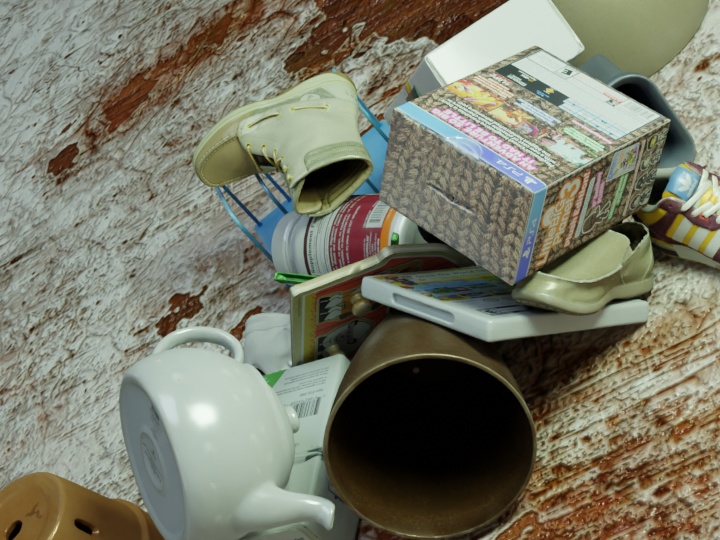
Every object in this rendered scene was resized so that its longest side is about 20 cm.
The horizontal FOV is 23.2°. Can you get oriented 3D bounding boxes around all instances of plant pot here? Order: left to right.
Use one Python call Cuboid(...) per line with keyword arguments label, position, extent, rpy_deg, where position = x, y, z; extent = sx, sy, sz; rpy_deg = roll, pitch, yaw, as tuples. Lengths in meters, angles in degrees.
Cuboid(label="plant pot", position=(-0.310, 0.299, 1.778), extent=(0.199, 0.140, 0.201), rpy_deg=(-27, 38, 23))
Cuboid(label="plant pot", position=(0.061, 0.110, 1.601), extent=(0.186, 0.187, 0.200), rpy_deg=(-31, 22, 15))
Cuboid(label="plant pot", position=(0.254, -0.305, 1.868), extent=(0.199, 0.135, 0.201), rpy_deg=(-25, 39, 22))

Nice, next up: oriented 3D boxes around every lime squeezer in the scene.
Cuboid(label="lime squeezer", position=(0.000, 0.000, 1.725), extent=(0.200, 0.071, 0.038), rpy_deg=(-18, 31, 52))

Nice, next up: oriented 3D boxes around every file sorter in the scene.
Cuboid(label="file sorter", position=(-0.054, -0.109, 1.973), extent=(0.200, 0.123, 0.139), rpy_deg=(-39, 36, 5))

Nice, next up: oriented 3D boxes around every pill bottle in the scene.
Cuboid(label="pill bottle", position=(0.005, -0.024, 1.833), extent=(0.199, 0.113, 0.113), rpy_deg=(0, 53, 45))

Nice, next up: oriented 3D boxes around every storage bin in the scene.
Cuboid(label="storage bin", position=(0.205, -0.128, 1.739), extent=(0.200, 0.146, 0.134), rpy_deg=(-36, 25, 9))

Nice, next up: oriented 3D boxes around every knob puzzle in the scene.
Cuboid(label="knob puzzle", position=(0.029, 0.038, 1.708), extent=(0.219, 0.220, 0.031), rpy_deg=(-34, 62, 13))

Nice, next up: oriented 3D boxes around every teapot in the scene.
Cuboid(label="teapot", position=(-0.127, 0.151, 1.604), extent=(0.145, 0.201, 0.197), rpy_deg=(-17, 2, -23))

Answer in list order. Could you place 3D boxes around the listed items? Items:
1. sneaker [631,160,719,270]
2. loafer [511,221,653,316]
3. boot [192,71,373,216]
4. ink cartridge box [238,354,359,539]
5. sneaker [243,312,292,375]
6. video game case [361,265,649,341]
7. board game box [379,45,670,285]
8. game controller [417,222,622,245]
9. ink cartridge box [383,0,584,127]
Cuboid(label="sneaker", position=(0.318, -0.051, 1.575), extent=(0.199, 0.090, 0.075), rpy_deg=(8, 59, 49))
Cuboid(label="loafer", position=(0.200, -0.006, 1.565), extent=(0.075, 0.200, 0.069), rpy_deg=(12, 104, 33))
Cuboid(label="boot", position=(-0.084, -0.112, 1.845), extent=(0.199, 0.072, 0.155), rpy_deg=(-26, 43, 12))
Cuboid(label="ink cartridge box", position=(-0.070, 0.197, 1.699), extent=(0.146, 0.083, 0.201), rpy_deg=(-16, 43, 33))
Cuboid(label="sneaker", position=(-0.059, 0.084, 1.820), extent=(0.200, 0.075, 0.089), rpy_deg=(-20, 54, 55))
Cuboid(label="video game case", position=(0.132, 0.027, 1.611), extent=(0.182, 0.199, 0.023), rpy_deg=(19, 109, 50))
Cuboid(label="board game box", position=(0.144, -0.097, 1.539), extent=(0.159, 0.097, 0.199), rpy_deg=(34, 43, 31))
Cuboid(label="game controller", position=(0.149, -0.050, 1.667), extent=(0.199, 0.105, 0.042), rpy_deg=(10, 56, 10))
Cuboid(label="ink cartridge box", position=(0.119, -0.188, 1.754), extent=(0.144, 0.084, 0.200), rpy_deg=(-34, -3, -15))
